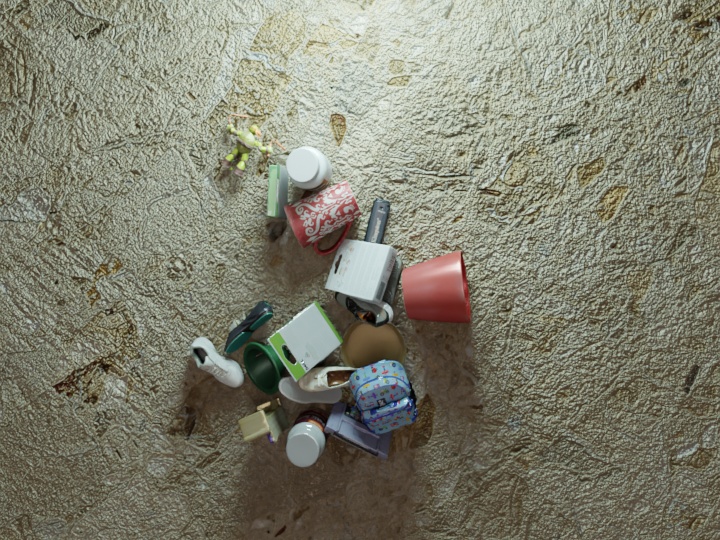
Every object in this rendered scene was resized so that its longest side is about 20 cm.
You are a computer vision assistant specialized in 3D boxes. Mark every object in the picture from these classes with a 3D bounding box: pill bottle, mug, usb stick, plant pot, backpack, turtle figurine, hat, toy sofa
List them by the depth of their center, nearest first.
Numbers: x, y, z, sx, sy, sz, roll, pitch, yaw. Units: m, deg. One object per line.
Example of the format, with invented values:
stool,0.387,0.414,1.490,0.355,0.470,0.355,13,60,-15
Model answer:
pill bottle,-0.146,-0.286,1.652,0.111,0.200,0.117,0,95,5
plant pot,0.214,0.056,1.667,0.173,0.200,0.206,-7,94,14
backpack,0.062,0.353,1.676,0.179,0.136,0.202,-17,137,5
pill bottle,-0.152,0.484,1.710,0.111,0.200,0.117,0,94,4
mug,-0.100,-0.157,1.716,0.197,0.178,0.135,-27,55,1
toy sofa,-0.279,0.448,1.718,0.081,0.200,0.100,-22,87,5
turtle figurine,-0.331,-0.358,1.729,0.197,0.064,0.163,31,96,1
usb stick,0.042,-0.110,1.735,0.054,0.033,0.205,14,95,4
plant pot,0.040,0.235,1.756,0.195,0.028,0.205,1,101,5
hat,-0.236,0.254,1.789,0.167,0.175,0.200,55,137,5

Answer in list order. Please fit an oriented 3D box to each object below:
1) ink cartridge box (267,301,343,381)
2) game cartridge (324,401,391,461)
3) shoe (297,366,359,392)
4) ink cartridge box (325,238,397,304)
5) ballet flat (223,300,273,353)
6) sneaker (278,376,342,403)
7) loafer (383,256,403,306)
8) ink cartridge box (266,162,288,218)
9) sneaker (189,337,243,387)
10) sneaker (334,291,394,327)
ink cartridge box,-0.169,0.209,1.697,0.199,0.075,0.149,-36,92,-36
game cartridge,-0.002,0.466,1.731,0.197,0.130,0.039,26,121,-2
shoe,-0.084,0.308,1.700,0.196,0.053,0.072,-3,72,-22
ink cartridge box,0.000,0.000,1.694,0.197,0.047,0.163,11,79,44
ballet flat,-0.344,0.164,1.774,0.199,0.073,0.073,-42,90,12
sneaker,-0.157,0.357,1.735,0.196,0.082,0.076,18,73,-23
loafer,0.084,0.049,1.725,0.074,0.069,0.203,30,114,19
ink cartridge box,-0.241,-0.223,1.664,0.047,0.200,0.149,4,94,4
sneaker,-0.440,0.288,1.767,0.198,0.099,0.079,37,96,1
sneaker,0.000,0.104,1.702,0.197,0.079,0.075,23,126,32
